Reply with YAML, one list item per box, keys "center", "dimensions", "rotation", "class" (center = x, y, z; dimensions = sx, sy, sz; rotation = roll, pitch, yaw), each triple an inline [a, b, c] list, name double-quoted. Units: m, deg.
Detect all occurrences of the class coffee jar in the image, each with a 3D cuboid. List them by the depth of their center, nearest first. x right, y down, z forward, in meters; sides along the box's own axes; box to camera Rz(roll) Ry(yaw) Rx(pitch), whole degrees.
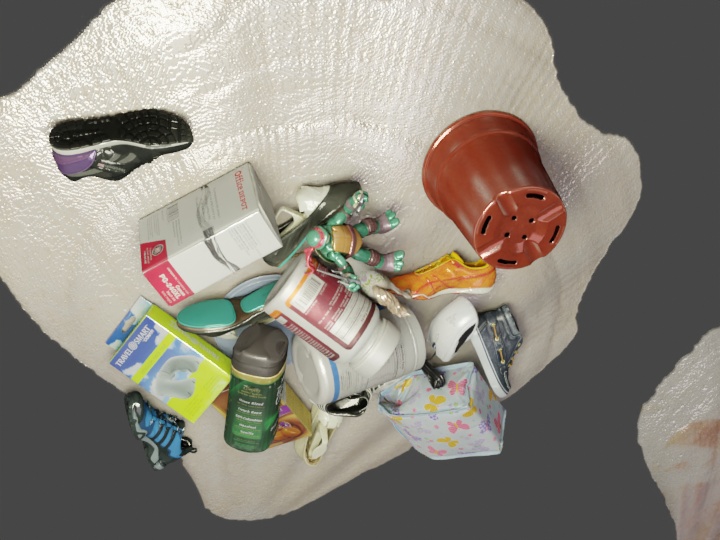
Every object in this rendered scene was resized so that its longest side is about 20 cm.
- center: [-0.169, 0.190, 1.543]
  dimensions: [0.085, 0.104, 0.201]
  rotation: [12, 121, 5]
  class: "coffee jar"

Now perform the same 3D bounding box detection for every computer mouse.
- center: [0.139, 0.120, 1.660]
  dimensions: [0.044, 0.110, 0.200]
  rotation: [-14, 147, -35]
  class: "computer mouse"

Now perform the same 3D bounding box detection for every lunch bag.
- center: [0.150, 0.265, 1.784]
  dimensions: [0.199, 0.127, 0.170]
  rotation: [-14, 133, 28]
  class: "lunch bag"

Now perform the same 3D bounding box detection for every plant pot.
- center: [0.216, -0.115, 1.481]
  dimensions: [0.200, 0.195, 0.201]
  rotation: [-7, 127, -10]
  class: "plant pot"

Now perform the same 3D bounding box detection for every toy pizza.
- center: [-0.154, 0.085, 1.629]
  dimensions: [0.199, 0.032, 0.201]
  rotation: [-7, 125, -10]
  class: "toy pizza"

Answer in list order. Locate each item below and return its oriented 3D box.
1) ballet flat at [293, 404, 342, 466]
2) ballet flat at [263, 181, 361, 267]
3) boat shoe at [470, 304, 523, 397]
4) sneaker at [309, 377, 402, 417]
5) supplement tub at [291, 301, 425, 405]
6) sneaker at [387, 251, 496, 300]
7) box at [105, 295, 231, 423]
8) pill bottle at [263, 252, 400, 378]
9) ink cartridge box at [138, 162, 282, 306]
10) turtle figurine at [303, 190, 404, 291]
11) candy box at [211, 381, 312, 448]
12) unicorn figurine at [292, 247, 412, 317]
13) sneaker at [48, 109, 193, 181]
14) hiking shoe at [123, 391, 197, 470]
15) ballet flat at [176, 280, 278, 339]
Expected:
- center: [-0.066, 0.288, 1.780]
  dimensions: [0.069, 0.070, 0.200]
  rotation: [12, 121, -23]
  class: "ballet flat"
- center: [-0.089, -0.084, 1.495]
  dimensions: [0.200, 0.068, 0.068]
  rotation: [-42, 111, 14]
  class: "ballet flat"
- center: [0.266, 0.153, 1.767]
  dimensions: [0.091, 0.071, 0.201]
  rotation: [-23, 126, 7]
  class: "boat shoe"
- center: [0.017, 0.213, 1.696]
  dimensions: [0.200, 0.115, 0.076]
  rotation: [-20, 114, -17]
  class: "sneaker"
- center: [-0.005, 0.139, 1.619]
  dimensions: [0.199, 0.132, 0.132]
  rotation: [-18, 130, -24]
  class: "supplement tub"
- center: [0.136, 0.006, 1.640]
  dimensions: [0.199, 0.073, 0.077]
  rotation: [-8, 107, -15]
  class: "sneaker"
- center: [-0.319, 0.149, 1.577]
  dimensions: [0.200, 0.048, 0.122]
  rotation: [37, 111, -11]
  class: "box"
- center: [-0.042, 0.073, 1.490]
  dimensions: [0.200, 0.114, 0.114]
  rotation: [37, 111, -11]
  class: "pill bottle"
- center: [-0.227, -0.056, 1.433]
  dimensions: [0.200, 0.145, 0.083]
  rotation: [-27, 127, 5]
  class: "ink cartridge box"
- center: [-0.015, -0.047, 1.439]
  dimensions: [0.200, 0.100, 0.150]
  rotation: [1, 95, -51]
  class: "turtle figurine"
- center: [-0.180, 0.241, 1.696]
  dimensions: [0.116, 0.057, 0.200]
  rotation: [-19, 134, 14]
  class: "candy box"
- center: [0.000, 0.000, 1.558]
  dimensions: [0.137, 0.200, 0.074]
  rotation: [22, 96, -47]
  class: "unicorn figurine"
- center: [-0.341, -0.175, 1.376]
  dimensions: [0.199, 0.076, 0.088]
  rotation: [-5, 141, -7]
  class: "sneaker"
- center: [-0.360, 0.272, 1.693]
  dimensions: [0.086, 0.074, 0.200]
  rotation: [-22, 138, -9]
  class: "hiking shoe"
- center: [-0.197, 0.076, 1.553]
  dimensions: [0.199, 0.068, 0.069]
  rotation: [-15, 137, -4]
  class: "ballet flat"
